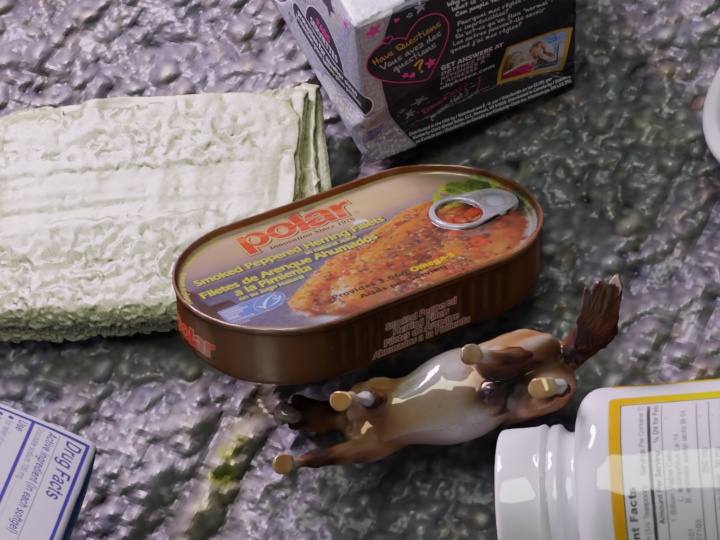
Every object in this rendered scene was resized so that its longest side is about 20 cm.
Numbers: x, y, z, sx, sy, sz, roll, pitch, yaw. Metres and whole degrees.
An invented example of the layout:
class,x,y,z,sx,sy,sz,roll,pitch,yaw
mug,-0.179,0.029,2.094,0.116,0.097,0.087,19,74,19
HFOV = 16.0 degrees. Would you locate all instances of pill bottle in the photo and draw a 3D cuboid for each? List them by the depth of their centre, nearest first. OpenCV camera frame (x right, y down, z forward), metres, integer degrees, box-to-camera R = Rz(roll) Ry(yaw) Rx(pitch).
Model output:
class,x,y,z,sx,sy,sz,roll,pitch,yaw
pill bottle,0.164,0.104,1.169,0.198,0.109,0.110,-5,56,11

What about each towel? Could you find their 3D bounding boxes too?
class,x,y,z,sx,sy,sz,roll,pitch,yaw
towel,-0.113,-0.029,1.370,0.198,0.037,0.149,-5,57,8

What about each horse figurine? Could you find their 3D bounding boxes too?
class,x,y,z,sx,sy,sz,roll,pitch,yaw
horse figurine,0.042,0.057,1.215,0.199,0.132,0.050,-20,85,15

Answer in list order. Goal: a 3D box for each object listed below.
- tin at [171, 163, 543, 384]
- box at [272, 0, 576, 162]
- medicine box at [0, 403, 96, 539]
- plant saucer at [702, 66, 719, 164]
class,x,y,z,sx,sy,sz,roll,pitch,yaw
tin,0.000,0.000,1.277,0.199,0.042,0.112,-20,39,-27
box,0.015,-0.181,1.379,0.131,0.115,0.201,-21,54,-12
medicine box,-0.242,0.129,1.171,0.199,0.103,0.182,23,30,-5
plant saucer,0.271,-0.093,1.284,0.199,0.050,0.201,-25,30,15
